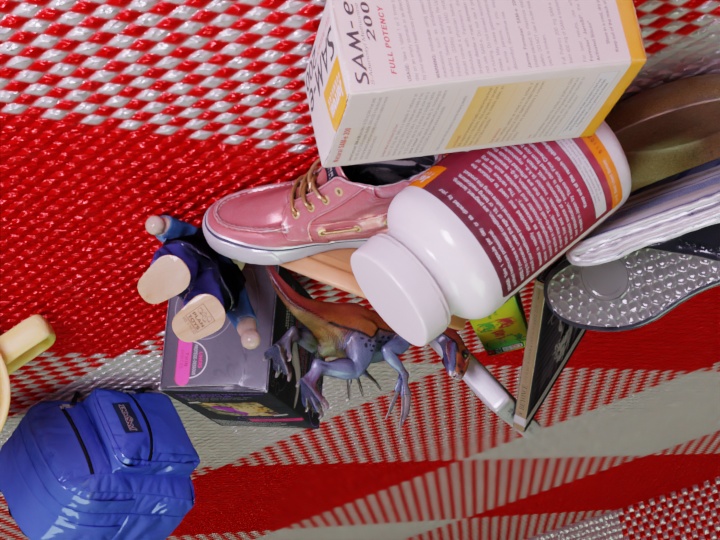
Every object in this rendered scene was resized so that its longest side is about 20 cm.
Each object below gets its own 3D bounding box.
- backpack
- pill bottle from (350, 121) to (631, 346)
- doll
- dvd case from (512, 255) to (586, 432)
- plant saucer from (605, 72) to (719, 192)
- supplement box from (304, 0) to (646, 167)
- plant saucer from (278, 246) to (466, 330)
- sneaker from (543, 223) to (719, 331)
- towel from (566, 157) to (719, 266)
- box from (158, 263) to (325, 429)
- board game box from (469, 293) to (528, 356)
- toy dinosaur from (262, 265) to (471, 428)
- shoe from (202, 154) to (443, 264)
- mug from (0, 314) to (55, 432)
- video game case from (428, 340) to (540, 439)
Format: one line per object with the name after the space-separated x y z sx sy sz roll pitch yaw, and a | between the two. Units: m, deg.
-0.298 0.213 1.846 0.199 0.163 0.168 6 127 -44 | backpack
0.094 -0.038 1.214 0.200 0.113 0.113 -38 170 -17 | pill bottle
-0.125 0.008 1.330 0.048 0.137 0.200 -40 -173 11 | doll
0.183 0.033 1.499 0.016 0.149 0.201 22 139 19 | dvd case
0.264 -0.115 1.339 0.199 0.036 0.200 -11 163 -3 | plant saucer
0.071 -0.134 1.088 0.199 0.074 0.126 -8 163 -13 | supplement box
0.000 0.000 1.397 0.199 0.038 0.200 20 -178 -1 | plant saucer
0.259 -0.015 1.365 0.201 0.077 0.146 -19 -173 24 | sneaker
0.251 -0.053 1.294 0.146 0.024 0.200 -20 -173 26 | towel
-0.105 0.073 1.531 0.105 0.123 0.200 1 165 12 | box
0.117 0.006 1.521 0.047 0.102 0.200 -16 163 7 | board game box
0.018 0.063 1.421 0.181 0.105 0.201 -26 134 -30 | toy dinosaur
-0.029 -0.061 1.287 0.199 0.072 0.091 -2 143 4 | shoe
-0.375 0.122 1.525 0.185 0.150 0.153 -2 170 -7 | mug
0.087 0.076 1.599 0.024 0.200 0.182 -45 159 1 | video game case
